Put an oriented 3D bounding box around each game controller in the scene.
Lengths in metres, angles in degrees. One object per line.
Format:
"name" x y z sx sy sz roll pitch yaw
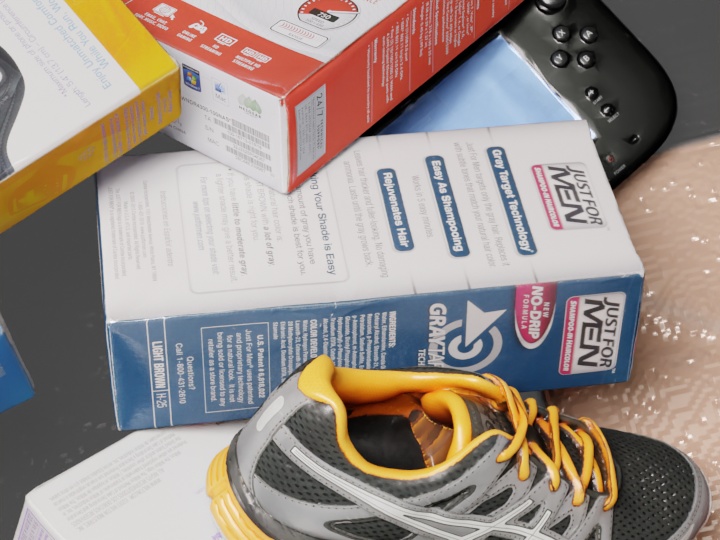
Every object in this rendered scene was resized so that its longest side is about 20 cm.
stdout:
"game controller" 0.039 -0.043 0.841 0.200 0.042 0.104 -40 70 -10

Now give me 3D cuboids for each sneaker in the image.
"sneaker" 0.047 0.075 0.722 0.199 0.077 0.078 5 45 -24

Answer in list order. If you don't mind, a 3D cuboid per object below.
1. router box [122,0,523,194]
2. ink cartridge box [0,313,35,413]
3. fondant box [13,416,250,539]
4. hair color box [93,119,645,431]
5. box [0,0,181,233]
"router box" -0.052 -0.133 0.825 0.200 0.049 0.179 26 49 27
"ink cartridge box" -0.238 0.032 0.732 0.199 0.067 0.116 -26 68 -9
"fondant box" -0.015 0.136 0.733 0.200 0.058 0.144 43 47 20
"hair color box" 0.000 0.000 0.760 0.199 0.061 0.100 -5 42 -6
"box" -0.178 -0.054 0.710 0.200 0.042 0.119 -35 71 -16
